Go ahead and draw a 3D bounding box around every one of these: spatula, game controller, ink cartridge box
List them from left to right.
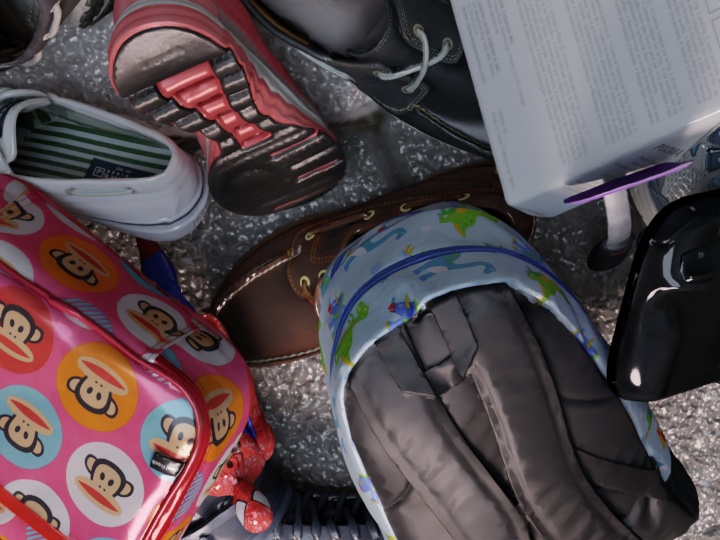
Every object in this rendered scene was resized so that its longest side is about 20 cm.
[{"bbox_3d":[0.124,-0.024,0.933,0.056,0.200,0.021,-19,76,-1],"label":"spatula"},{"bbox_3d":[0.138,-0.136,0.899,0.199,0.047,0.162,-23,72,29],"label":"ink cartridge box"},{"bbox_3d":[0.194,0.005,0.937,0.042,0.199,0.105,41,125,34],"label":"game controller"}]

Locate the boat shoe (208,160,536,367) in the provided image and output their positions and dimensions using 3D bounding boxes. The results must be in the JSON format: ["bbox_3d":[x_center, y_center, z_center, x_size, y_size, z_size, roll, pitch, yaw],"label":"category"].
[{"bbox_3d":[0.000,0.000,1.016,0.199,0.070,0.071,-28,104,18],"label":"boat shoe"}]

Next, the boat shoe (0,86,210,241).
[{"bbox_3d":[-0.175,-0.070,1.000,0.198,0.067,0.074,8,66,11],"label":"boat shoe"}]

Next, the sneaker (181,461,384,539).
[{"bbox_3d":[-0.027,0.129,1.060,0.201,0.077,0.147,-26,105,16],"label":"sneaker"}]

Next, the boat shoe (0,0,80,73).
[{"bbox_3d":[-0.183,-0.130,0.948,0.074,0.061,0.199,44,151,-18],"label":"boat shoe"}]

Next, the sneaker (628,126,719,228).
[{"bbox_3d":[0.177,-0.088,0.936,0.077,0.086,0.202,-21,110,-27],"label":"sneaker"}]

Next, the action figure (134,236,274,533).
[{"bbox_3d":[-0.099,0.049,1.017,0.065,0.052,0.201,-28,82,-11],"label":"action figure"}]

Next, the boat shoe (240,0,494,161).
[{"bbox_3d":[0.019,-0.112,0.977,0.199,0.068,0.072,33,109,-5],"label":"boat shoe"}]

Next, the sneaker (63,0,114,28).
[{"bbox_3d":[-0.139,-0.222,0.959,0.084,0.077,0.202,25,110,5],"label":"sneaker"}]

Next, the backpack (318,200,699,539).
[{"bbox_3d":[0.056,0.064,0.943,0.162,0.155,0.200,-26,138,11],"label":"backpack"}]

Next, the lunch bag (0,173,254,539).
[{"bbox_3d":[-0.166,0.070,0.968,0.199,0.082,0.177,35,119,10],"label":"lunch bag"}]

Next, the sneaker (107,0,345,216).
[{"bbox_3d":[-0.063,-0.100,0.963,0.073,0.088,0.200,-19,149,13],"label":"sneaker"}]
